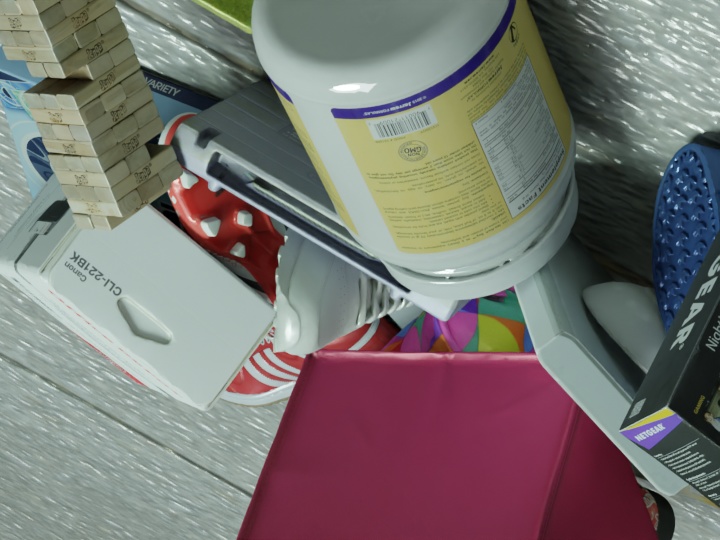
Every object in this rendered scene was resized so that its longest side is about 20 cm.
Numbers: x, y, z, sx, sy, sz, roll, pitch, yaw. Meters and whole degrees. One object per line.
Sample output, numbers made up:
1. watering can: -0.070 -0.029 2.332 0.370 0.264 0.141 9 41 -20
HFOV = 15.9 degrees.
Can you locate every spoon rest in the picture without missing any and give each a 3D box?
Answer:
1. spoon rest: 0.202 0.078 1.482 0.200 0.061 0.099 39 -170 -4

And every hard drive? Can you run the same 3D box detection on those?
1. hard drive: 0.130 0.030 1.510 0.132 0.026 0.200 46 -165 -28

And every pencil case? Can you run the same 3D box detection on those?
1. pencil case: 0.043 0.072 1.687 0.088 0.089 0.200 36 144 -9

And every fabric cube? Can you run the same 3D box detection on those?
1. fabric cube: 0.058 0.185 1.587 0.199 0.197 0.200 1 137 24

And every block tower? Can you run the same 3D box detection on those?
1. block tower: -0.168 -0.124 1.503 0.054 0.058 0.201 6 125 48

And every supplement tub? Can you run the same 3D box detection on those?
1. supplement tub: 0.036 -0.092 1.412 0.145 0.146 0.200 14 149 31

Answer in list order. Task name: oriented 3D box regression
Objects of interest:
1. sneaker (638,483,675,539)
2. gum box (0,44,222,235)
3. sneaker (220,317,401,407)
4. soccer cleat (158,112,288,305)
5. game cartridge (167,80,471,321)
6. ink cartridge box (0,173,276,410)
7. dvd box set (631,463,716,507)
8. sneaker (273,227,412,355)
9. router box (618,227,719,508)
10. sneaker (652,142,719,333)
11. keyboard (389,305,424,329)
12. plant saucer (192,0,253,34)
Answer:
1. sneaker: 0.112 0.147 1.779 0.201 0.068 0.108 14 173 44
2. gum box: -0.157 -0.069 1.776 0.169 0.045 0.200 23 152 17
3. sneaker: -0.060 0.040 1.832 0.199 0.072 0.113 -4 142 39
4. soccer cleat: -0.082 -0.032 1.677 0.085 0.069 0.200 22 160 47
5. game cartridge: -0.007 -0.044 1.569 0.199 0.130 0.039 31 111 11
6. ink cartridge box: -0.153 0.011 1.702 0.144 0.084 0.200 40 172 -16
7. dvd box set: 0.169 0.084 1.706 0.199 0.029 0.147 20 151 25
8. sneaker: 0.000 0.000 1.592 0.080 0.200 0.077 15 115 12
9. router box: 0.246 0.047 1.364 0.157 0.201 0.052 37 151 -10
10. sneaker: 0.216 0.028 1.428 0.077 0.201 0.070 3 162 -29
11. keyboard: -0.006 -0.026 1.720 0.056 0.011 0.200 -10 133 44
12. plant saucer: -0.115 -0.241 1.427 0.199 0.048 0.200 30 154 3
